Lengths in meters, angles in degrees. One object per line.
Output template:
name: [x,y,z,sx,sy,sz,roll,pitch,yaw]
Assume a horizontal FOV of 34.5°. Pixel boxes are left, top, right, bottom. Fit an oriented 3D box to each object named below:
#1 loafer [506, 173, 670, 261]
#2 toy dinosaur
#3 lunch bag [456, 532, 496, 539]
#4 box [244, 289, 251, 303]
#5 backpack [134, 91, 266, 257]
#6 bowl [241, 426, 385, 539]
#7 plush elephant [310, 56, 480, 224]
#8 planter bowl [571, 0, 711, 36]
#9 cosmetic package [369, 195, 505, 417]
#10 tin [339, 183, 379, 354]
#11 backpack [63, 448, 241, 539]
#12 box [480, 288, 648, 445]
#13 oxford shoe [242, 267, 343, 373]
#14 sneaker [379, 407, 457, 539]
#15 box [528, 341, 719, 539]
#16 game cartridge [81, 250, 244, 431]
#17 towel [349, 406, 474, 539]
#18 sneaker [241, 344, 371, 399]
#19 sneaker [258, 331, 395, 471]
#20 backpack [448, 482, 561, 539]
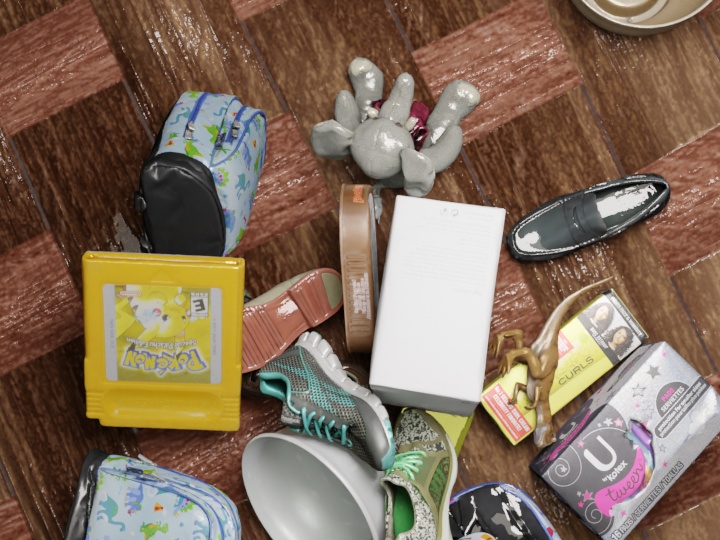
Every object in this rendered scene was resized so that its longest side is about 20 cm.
loafer: [0.263,-0.065,1.342,0.197,0.070,0.069,-21,83,1]
toy dinosaur: [0.202,0.092,1.297,0.104,0.060,0.204,13,90,-20]
lunch bag: [0.106,0.366,1.146,0.158,0.076,0.203,-21,100,-2]
box: [-0.221,0.077,1.355,0.200,0.070,0.064,-44,86,-2]
backpack: [-0.177,-0.113,1.313,0.151,0.165,0.202,-6,40,-5]
bowl: [-0.033,0.245,1.294,0.202,0.201,0.090,50,50,7]
plush elephant: [0.034,-0.156,1.321,0.162,0.155,0.203,20,85,5]
planter bowl: [0.317,-0.360,1.336,0.196,0.135,0.204,0,85,3]
cosmetic package: [0.082,0.046,1.269,0.120,0.200,0.204,7,79,4]
tin: [0.000,0.000,1.302,0.041,0.113,0.203,1,121,7]
backpack: [-0.233,0.299,1.310,0.196,0.154,0.166,15,78,-8]
box: [0.230,0.111,1.337,0.199,0.050,0.076,-37,84,-1]
oxford shoe: [-0.109,0.062,1.341,0.198,0.074,0.072,-27,101,-12]
sneaker: [0.054,0.224,1.224,0.076,0.089,0.202,-20,46,21]
box: [0.295,0.187,1.285,0.115,0.132,0.200,42,88,5]
game cartridge: [-0.215,0.080,1.268,0.173,0.033,0.204,2,111,-3]
towel: [0.060,0.243,1.352,0.085,0.018,0.203,22,85,1]
sneaker: [-0.081,0.118,1.341,0.196,0.076,0.072,7,85,3]
sneaker: [-0.039,0.151,1.224,0.090,0.079,0.200,-23,42,-25]
backpack: [0.148,0.331,1.268,0.198,0.154,0.193,-28,86,1]
